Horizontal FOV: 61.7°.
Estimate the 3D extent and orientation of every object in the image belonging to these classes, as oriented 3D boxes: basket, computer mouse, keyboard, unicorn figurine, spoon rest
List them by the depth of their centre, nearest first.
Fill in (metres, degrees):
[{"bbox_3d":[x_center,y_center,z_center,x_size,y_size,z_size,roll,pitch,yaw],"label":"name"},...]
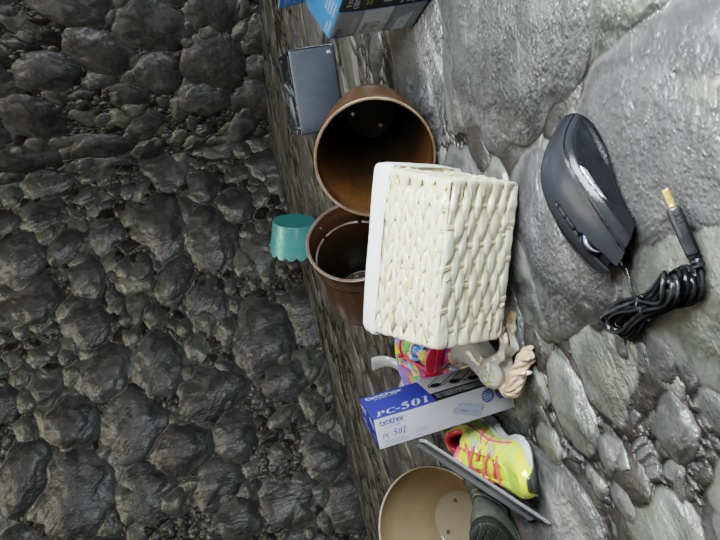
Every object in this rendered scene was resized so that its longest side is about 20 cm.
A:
[{"bbox_3d":[0.200,-0.048,0.495,0.141,0.045,0.205,114,143,-74],"label":"computer mouse"},{"bbox_3d":[0.093,-0.019,0.703,0.122,0.133,0.206,16,106,51],"label":"basket"},{"bbox_3d":[0.159,0.279,0.799,0.198,0.011,0.056,33,157,-2],"label":"keyboard"},{"bbox_3d":[0.156,0.097,0.809,0.201,0.072,0.140,-114,20,-57],"label":"unicorn figurine"},{"bbox_3d":[0.096,0.264,1.379,0.200,0.059,0.101,47,151,45],"label":"spoon rest"}]

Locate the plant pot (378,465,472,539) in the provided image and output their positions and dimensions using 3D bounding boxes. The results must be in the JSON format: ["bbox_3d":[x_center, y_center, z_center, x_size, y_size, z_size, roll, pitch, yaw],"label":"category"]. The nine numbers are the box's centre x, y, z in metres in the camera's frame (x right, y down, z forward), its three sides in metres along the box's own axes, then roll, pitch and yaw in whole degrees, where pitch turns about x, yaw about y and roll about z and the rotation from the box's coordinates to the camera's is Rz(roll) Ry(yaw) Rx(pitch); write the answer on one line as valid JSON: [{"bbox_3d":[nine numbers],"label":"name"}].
[{"bbox_3d":[0.145,0.426,1.003,0.134,0.197,0.205,19,-130,-60],"label":"plant pot"}]

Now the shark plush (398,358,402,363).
[{"bbox_3d":[0.108,0.160,1.095,0.091,0.081,0.205,132,125,-77],"label":"shark plush"}]

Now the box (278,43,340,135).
[{"bbox_3d":[-0.128,-0.461,1.553,0.196,0.121,0.205,-140,39,-70],"label":"box"}]

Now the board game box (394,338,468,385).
[{"bbox_3d":[0.101,0.131,1.006,0.200,0.038,0.161,-49,51,45],"label":"board game box"}]

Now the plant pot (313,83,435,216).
[{"bbox_3d":[0.018,-0.222,0.974,0.202,0.182,0.191,-94,0,-55],"label":"plant pot"}]

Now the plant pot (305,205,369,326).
[{"bbox_3d":[0.000,0.000,1.250,0.200,0.196,0.203,79,172,-51],"label":"plant pot"}]

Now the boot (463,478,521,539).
[{"bbox_3d":[0.213,0.384,0.839,0.202,0.067,0.131,57,-165,-8],"label":"boot"}]

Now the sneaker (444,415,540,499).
[{"bbox_3d":[0.177,0.263,0.835,0.200,0.088,0.080,-165,65,-76],"label":"sneaker"}]

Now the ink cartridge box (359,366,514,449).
[{"bbox_3d":[0.104,0.185,0.839,0.094,0.195,0.045,-159,55,-76],"label":"ink cartridge box"}]

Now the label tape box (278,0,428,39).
[{"bbox_3d":[-0.007,-0.373,0.815,0.143,0.195,0.068,176,79,-79],"label":"label tape box"}]

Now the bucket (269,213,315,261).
[{"bbox_3d":[-0.264,-0.136,2.411,0.208,0.202,0.138,-124,34,-62],"label":"bucket"}]
